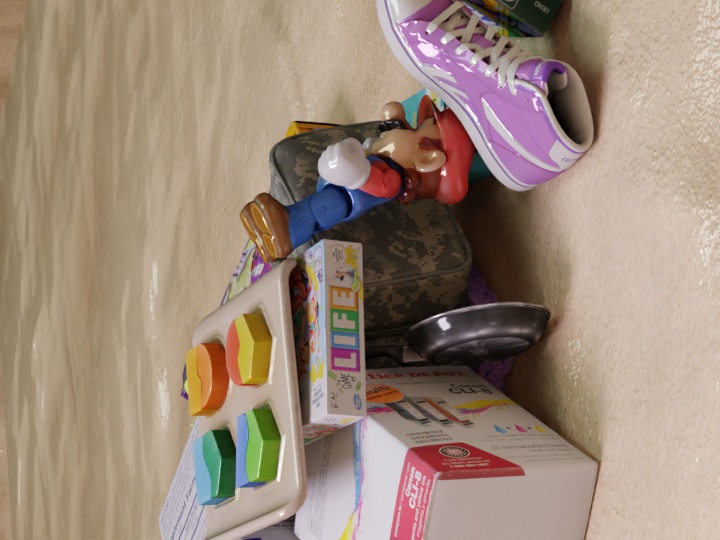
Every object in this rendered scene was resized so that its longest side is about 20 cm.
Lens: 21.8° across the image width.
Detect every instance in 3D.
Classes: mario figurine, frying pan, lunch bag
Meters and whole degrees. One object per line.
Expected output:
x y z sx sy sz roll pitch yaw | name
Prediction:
-0.002 -0.086 1.466 0.123 0.199 0.106 44 154 51 | mario figurine
0.055 0.055 1.445 0.115 0.189 0.031 80 -179 -73 | frying pan
0.000 0.000 1.581 0.168 0.139 0.200 96 154 -47 | lunch bag

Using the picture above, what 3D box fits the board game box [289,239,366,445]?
-0.054 0.069 1.464 0.200 0.034 0.135 -33 56 59 | board game box

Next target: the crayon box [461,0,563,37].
0.071 -0.242 1.520 0.052 0.125 0.200 -59 20 -3 | crayon box

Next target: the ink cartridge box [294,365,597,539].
0.059 0.174 1.433 0.200 0.145 0.145 35 120 56 | ink cartridge box

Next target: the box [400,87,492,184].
0.086 -0.119 1.582 0.200 0.049 0.083 158 114 -69 | box

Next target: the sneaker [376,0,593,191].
0.103 -0.161 1.412 0.201 0.073 0.114 49 152 -5 | sneaker

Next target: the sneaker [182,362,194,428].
-0.086 0.091 1.751 0.200 0.072 0.083 -36 54 32 | sneaker

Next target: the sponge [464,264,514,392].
0.079 0.047 1.607 0.200 0.030 0.112 -118 35 -55 | sponge

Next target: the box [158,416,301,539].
-0.089 0.235 1.597 0.184 0.104 0.201 114 149 -41 | box

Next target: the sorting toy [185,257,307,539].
-0.095 0.107 1.458 0.185 0.036 0.201 147 125 -59 | sorting toy

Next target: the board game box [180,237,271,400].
-0.114 0.048 1.874 0.120 0.032 0.201 18 84 62 | board game box

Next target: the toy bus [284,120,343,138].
-0.060 -0.061 1.960 0.078 0.065 0.201 -115 34 -49 | toy bus
